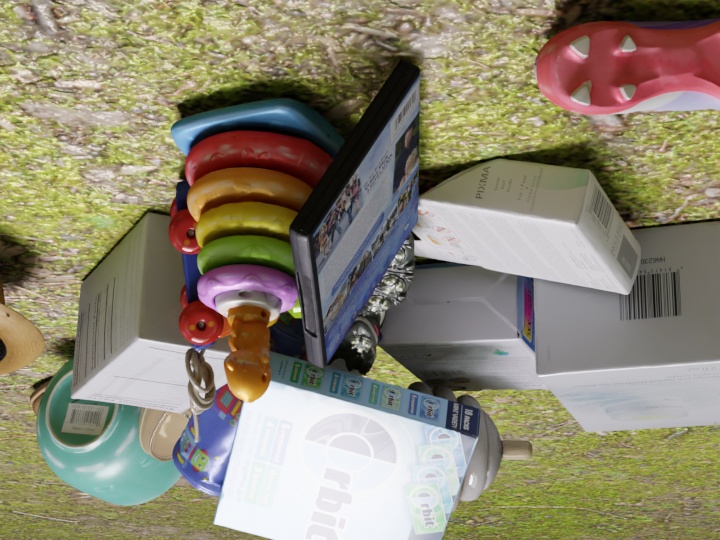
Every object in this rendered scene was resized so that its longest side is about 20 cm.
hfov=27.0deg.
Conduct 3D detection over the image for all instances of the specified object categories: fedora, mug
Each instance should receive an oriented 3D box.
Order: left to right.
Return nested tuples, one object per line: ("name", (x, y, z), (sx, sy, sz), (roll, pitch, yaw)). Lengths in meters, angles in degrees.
("fedora", (-0.365, 0.026, 1.309), (0.198, 0.083, 0.201), (2, 154, 1))
("mug", (-0.245, 0.145, 1.545), (0.185, 0.152, 0.114), (-42, 149, 4))

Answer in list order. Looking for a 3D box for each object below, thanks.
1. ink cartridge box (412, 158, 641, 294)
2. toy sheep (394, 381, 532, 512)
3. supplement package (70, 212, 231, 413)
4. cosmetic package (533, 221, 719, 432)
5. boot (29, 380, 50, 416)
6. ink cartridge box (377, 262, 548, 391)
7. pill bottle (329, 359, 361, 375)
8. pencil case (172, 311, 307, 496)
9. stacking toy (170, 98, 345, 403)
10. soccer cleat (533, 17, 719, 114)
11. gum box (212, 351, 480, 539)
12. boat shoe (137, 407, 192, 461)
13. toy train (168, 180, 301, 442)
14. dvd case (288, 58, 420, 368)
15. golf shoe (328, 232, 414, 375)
("ink cartridge box", (0.105, -0.041, 1.174), (0.198, 0.051, 0.161), (13, 167, 28))
("toy sheep", (0.060, 0.166, 1.389), (0.198, 0.139, 0.138), (-5, 161, -8))
("supplement package", (-0.168, 0.042, 1.294), (0.113, 0.111, 0.200), (11, 158, -25))
("cosmetic package", (0.266, 0.054, 1.282), (0.197, 0.124, 0.200), (-6, 160, 20))
("boot", (-0.293, 0.157, 1.669), (0.198, 0.076, 0.073), (-10, 159, 31))
("ink cartridge box", (0.109, 0.059, 1.367), (0.135, 0.077, 0.200), (-3, 159, 21))
("pill bottle", (-0.063, 0.117, 1.499), (0.103, 0.105, 0.200), (8, 159, -17))
("pencil case", (-0.097, 0.108, 1.352), (0.201, 0.078, 0.087), (-59, 164, 24))
("stacking toy", (-0.072, -0.006, 1.022), (0.109, 0.202, 0.116), (-9, 155, 27))
("soccer cleat", (0.203, -0.123, 0.911), (0.198, 0.068, 0.076), (-2, -168, -8))
("gum box", (-0.014, 0.170, 1.298), (0.198, 0.045, 0.171), (15, 122, -3))
("boat shoe", (-0.147, 0.118, 1.431), (0.072, 0.065, 0.200), (19, 120, -38))
("toy train", (-0.082, 0.029, 1.157), (0.114, 0.202, 0.085), (-6, -165, -4))
("dvd case", (0.000, -0.032, 1.017), (0.017, 0.143, 0.201), (27, 157, 14))
("golf shoe", (0.000, 0.000, 1.226), (0.076, 0.089, 0.201), (19, 144, -3))
